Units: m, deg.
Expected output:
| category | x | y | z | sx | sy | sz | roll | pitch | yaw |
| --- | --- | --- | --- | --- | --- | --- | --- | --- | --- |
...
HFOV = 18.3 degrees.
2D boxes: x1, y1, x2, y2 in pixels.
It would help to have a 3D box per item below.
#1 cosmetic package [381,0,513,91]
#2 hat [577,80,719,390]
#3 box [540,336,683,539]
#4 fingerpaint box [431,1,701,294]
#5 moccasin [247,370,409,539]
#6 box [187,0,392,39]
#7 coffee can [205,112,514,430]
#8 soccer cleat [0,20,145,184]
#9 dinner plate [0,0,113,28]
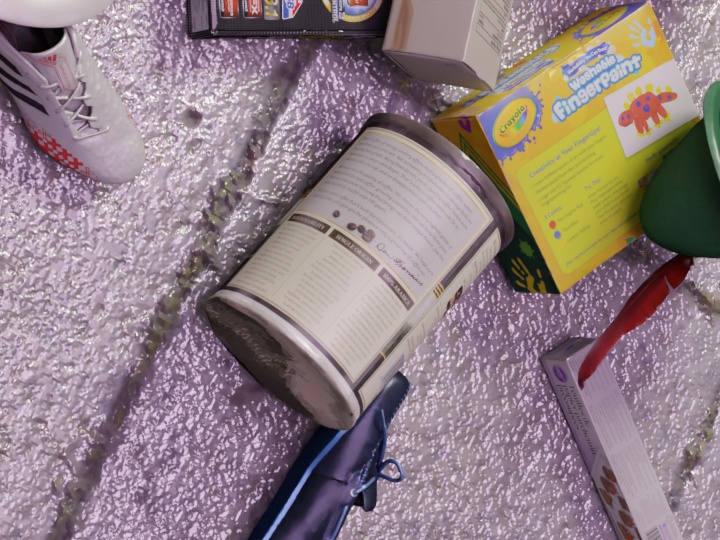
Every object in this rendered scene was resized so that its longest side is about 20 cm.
| category | x | y | z | sx | sy | sz | roll | pitch | yaw |
| --- | --- | --- | --- | --- | --- | --- | --- | --- | --- |
| cosmetic package | 0.082 | -0.252 | 1.761 | 0.105 | 0.071 | 0.200 | 32 | 69 | -71 |
| hat | 0.242 | -0.043 | 1.828 | 0.166 | 0.176 | 0.200 | 62 | 26 | -15 |
| box | 0.213 | 0.152 | 1.885 | 0.041 | 0.039 | 0.200 | -32 | 106 | -26 |
| fingerpaint box | 0.181 | -0.102 | 1.843 | 0.200 | 0.073 | 0.167 | -35 | 108 | -25 |
| moccasin | -0.018 | 0.167 | 1.741 | 0.068 | 0.080 | 0.200 | 35 | 87 | -11 |
| box | -0.057 | -0.279 | 1.723 | 0.160 | 0.044 | 0.200 | -3 | 92 | -28 |
| coffee can | 0.000 | 0.000 | 1.702 | 0.200 | 0.146 | 0.146 | -49 | 112 | -19 |
| soccer cleat | -0.221 | -0.140 | 1.611 | 0.069 | 0.085 | 0.200 | -45 | 111 | -21 |
| dinner plate | -0.247 | -0.259 | 1.572 | 0.200 | 0.024 | 0.200 | 21 | 48 | -25 |
